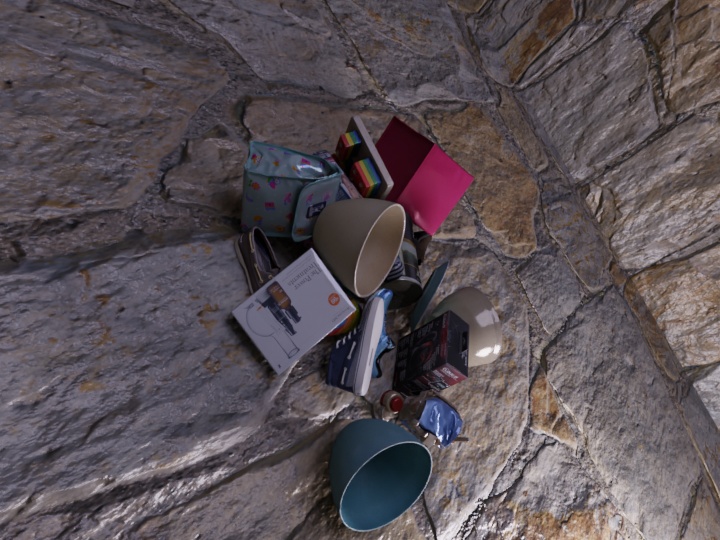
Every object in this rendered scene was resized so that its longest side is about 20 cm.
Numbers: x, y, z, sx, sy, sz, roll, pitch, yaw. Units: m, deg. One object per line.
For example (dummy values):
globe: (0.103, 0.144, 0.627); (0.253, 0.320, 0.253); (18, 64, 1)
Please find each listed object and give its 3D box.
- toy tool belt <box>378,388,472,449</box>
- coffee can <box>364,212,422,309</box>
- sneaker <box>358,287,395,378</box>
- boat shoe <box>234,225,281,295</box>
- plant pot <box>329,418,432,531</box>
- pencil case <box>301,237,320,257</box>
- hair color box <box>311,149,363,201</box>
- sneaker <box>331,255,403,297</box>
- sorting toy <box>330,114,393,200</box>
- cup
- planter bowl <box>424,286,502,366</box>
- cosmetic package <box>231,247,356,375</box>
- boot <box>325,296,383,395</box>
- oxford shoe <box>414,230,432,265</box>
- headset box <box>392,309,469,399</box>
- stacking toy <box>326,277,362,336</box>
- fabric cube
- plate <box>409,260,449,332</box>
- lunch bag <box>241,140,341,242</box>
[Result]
toy tool belt: (0.147, 0.323, 1.259); (0.198, 0.122, 0.127); (32, 78, -29)
coffee can: (0.070, -0.028, 1.428); (0.144, 0.145, 0.204); (20, 51, -36)
sneaker: (0.042, 0.139, 1.264); (0.078, 0.088, 0.205); (28, 77, -70)
boat shoe: (-0.192, 0.008, 1.189); (0.071, 0.059, 0.203); (-13, 74, -50)
plant pot: (0.018, 0.361, 1.093); (0.197, 0.203, 0.135); (18, 15, -38)
pencil case: (-0.118, -0.122, 1.344); (0.203, 0.085, 0.083); (64, 7, 9)
hair color box: (-0.051, -0.184, 1.363); (0.201, 0.060, 0.100); (52, 19, -4)
sneaker: (0.000, 0.000, 1.324); (0.075, 0.196, 0.089); (68, 8, -47)
sorting toy: (-0.014, -0.247, 1.469); (0.068, 0.199, 0.203); (-22, 77, -21)
cup: (-0.014, -0.066, 1.197); (0.141, 0.204, 0.199); (25, 31, 23)
planter bowl: (0.245, 0.157, 1.474); (0.132, 0.200, 0.204); (-14, 73, -25)
cosmetic package: (-0.129, 0.078, 1.128); (0.199, 0.052, 0.152); (-39, 97, -13)
boot: (-0.013, 0.148, 1.200); (0.073, 0.088, 0.205); (43, 59, -68)
oxford shoe: (0.153, -0.060, 1.618); (0.199, 0.071, 0.086); (-35, 115, -55)
headset box: (0.170, 0.197, 1.336); (0.074, 0.199, 0.151); (34, 42, -23)
stacking toy: (-0.035, 0.099, 1.282); (0.199, 0.114, 0.112); (22, 54, -54)
fabric cube: (0.142, -0.252, 1.555); (0.198, 0.198, 0.200); (24, 17, -44)
plate: (0.165, 0.060, 1.443); (0.025, 0.202, 0.201); (27, 41, 3)
lunch bag: (-0.145, -0.157, 1.209); (0.195, 0.172, 0.124); (9, 45, -8)
